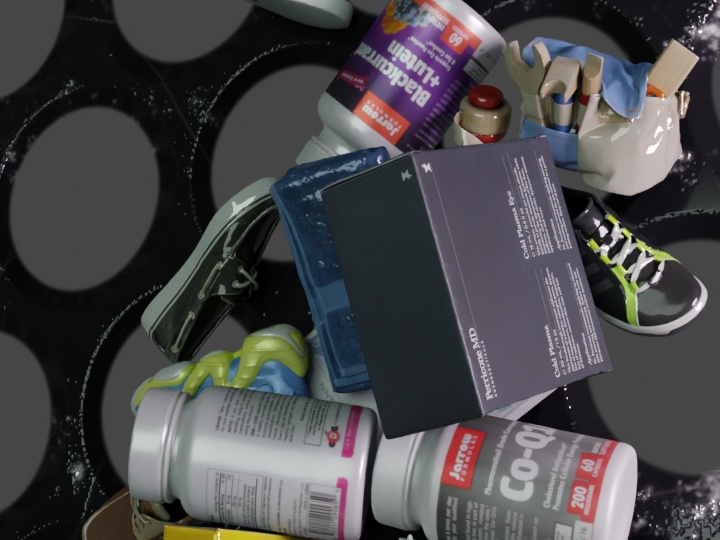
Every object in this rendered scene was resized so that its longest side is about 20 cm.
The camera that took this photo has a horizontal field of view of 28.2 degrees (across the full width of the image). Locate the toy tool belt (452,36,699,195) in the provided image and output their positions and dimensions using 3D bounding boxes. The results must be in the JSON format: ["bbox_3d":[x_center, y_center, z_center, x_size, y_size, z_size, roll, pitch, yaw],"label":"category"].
[{"bbox_3d":[0.178,-0.153,1.202,0.197,0.125,0.124,16,124,19],"label":"toy tool belt"}]

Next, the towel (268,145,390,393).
[{"bbox_3d":[0.000,0.000,1.236,0.110,0.048,0.203,-14,97,21],"label":"towel"}]

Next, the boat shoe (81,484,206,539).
[{"bbox_3d":[-0.181,0.211,1.324,0.198,0.072,0.077,-28,67,17],"label":"boat shoe"}]

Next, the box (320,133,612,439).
[{"bbox_3d":[0.085,0.009,1.126,0.103,0.181,0.203,-19,84,41],"label":"box"}]

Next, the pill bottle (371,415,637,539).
[{"bbox_3d":[0.115,0.177,1.159,0.197,0.114,0.116,10,82,20],"label":"pill bottle"}]

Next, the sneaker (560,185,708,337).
[{"bbox_3d":[0.194,-0.017,1.186,0.199,0.083,0.072,31,74,28],"label":"sneaker"}]

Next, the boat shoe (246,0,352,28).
[{"bbox_3d":[-0.085,-0.290,1.391,0.198,0.071,0.064,25,87,29],"label":"boat shoe"}]

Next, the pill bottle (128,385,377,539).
[{"bbox_3d":[-0.089,0.159,1.214,0.197,0.113,0.115,8,81,5],"label":"pill bottle"}]

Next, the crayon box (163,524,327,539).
[{"bbox_3d":[-0.097,0.305,1.190,0.057,0.200,0.175,-3,76,24],"label":"crayon box"}]

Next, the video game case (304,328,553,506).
[{"bbox_3d":[0.049,0.088,1.273,0.199,0.022,0.183,-39,65,12],"label":"video game case"}]

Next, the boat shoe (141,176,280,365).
[{"bbox_3d":[-0.125,0.004,1.352,0.064,0.070,0.201,46,107,27],"label":"boat shoe"}]

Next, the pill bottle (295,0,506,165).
[{"bbox_3d":[0.031,-0.155,1.288,0.111,0.111,0.201,39,96,27],"label":"pill bottle"}]

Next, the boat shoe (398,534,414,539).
[{"bbox_3d":[0.037,0.251,1.145,0.199,0.072,0.070,-20,25,43],"label":"boat shoe"}]

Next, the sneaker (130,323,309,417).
[{"bbox_3d":[-0.126,0.128,1.313,0.198,0.075,0.106,-26,75,31],"label":"sneaker"}]
